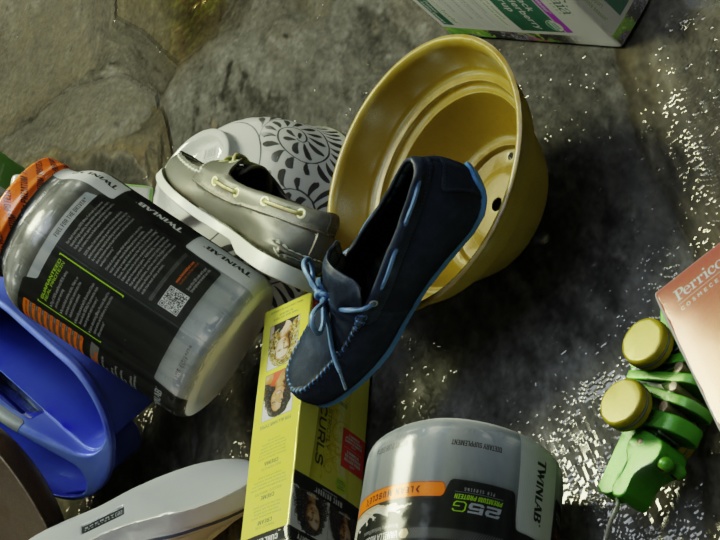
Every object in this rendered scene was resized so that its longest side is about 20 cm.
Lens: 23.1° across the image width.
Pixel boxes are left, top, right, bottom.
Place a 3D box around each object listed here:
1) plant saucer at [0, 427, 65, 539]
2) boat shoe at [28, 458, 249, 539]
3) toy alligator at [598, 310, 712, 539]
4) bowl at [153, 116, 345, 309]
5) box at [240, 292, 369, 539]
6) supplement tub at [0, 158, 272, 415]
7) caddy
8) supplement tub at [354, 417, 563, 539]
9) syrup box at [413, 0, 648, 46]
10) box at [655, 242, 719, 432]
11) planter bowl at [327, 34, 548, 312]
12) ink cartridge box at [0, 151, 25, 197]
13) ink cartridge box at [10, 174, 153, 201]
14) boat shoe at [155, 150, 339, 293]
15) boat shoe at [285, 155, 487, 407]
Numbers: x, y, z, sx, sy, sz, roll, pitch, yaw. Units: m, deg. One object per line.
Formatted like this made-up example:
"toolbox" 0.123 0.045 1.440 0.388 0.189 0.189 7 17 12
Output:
"plant saucer" -0.294 0.185 1.407 0.200 0.201 0.032 -2 25 49
"boat shoe" -0.156 0.205 1.306 0.200 0.070 0.071 -24 22 2
"toy alligator" 0.173 0.096 1.015 0.054 0.059 0.200 0 62 49
"bowl" -0.105 -0.055 1.434 0.201 0.094 0.201 -29 44 32
"box" -0.036 0.119 1.230 0.050 0.075 0.200 -25 44 33
"supplement tub" -0.177 0.008 1.316 0.123 0.200 0.123 -55 -8 -12
"caddy" -0.256 0.091 1.401 0.200 0.105 0.142 38 129 17
"supplement tub" 0.051 0.198 1.022 0.122 0.122 0.200 -21 48 39
"syrup box" 0.123 -0.225 1.318 0.200 0.079 0.082 16 75 53
"box" 0.266 0.055 0.901 0.152 0.106 0.200 -41 38 19
"planter bowl" 0.070 -0.056 1.225 0.200 0.083 0.201 -26 56 44
"ink cartridge box" -0.439 -0.047 1.846 0.200 0.059 0.104 -20 48 39
"ink cartridge box" -0.246 -0.021 1.508 0.200 0.117 0.068 135 139 -73
"boat shoe" -0.082 -0.049 1.295 0.202 0.072 0.060 36 101 47
"boat shoe" 0.000 0.000 1.160 0.200 0.069 0.084 -58 37 17
